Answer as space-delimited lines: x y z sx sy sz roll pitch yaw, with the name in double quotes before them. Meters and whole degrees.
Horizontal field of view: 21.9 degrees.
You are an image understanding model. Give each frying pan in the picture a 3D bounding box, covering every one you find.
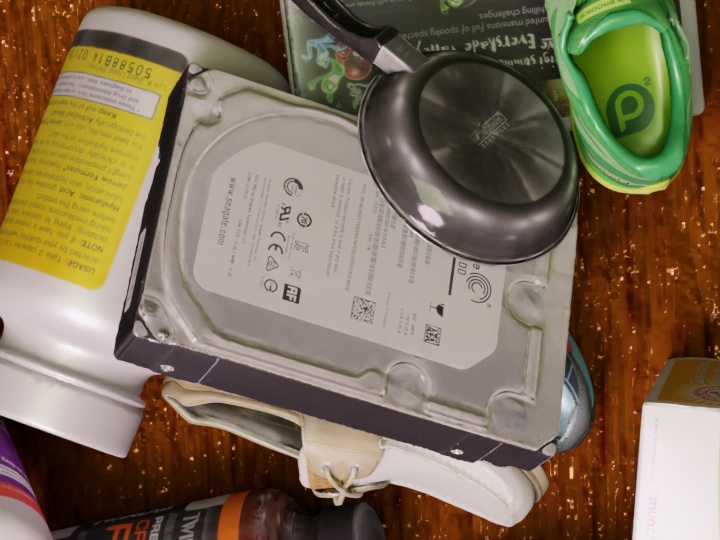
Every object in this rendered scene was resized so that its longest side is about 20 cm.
"frying pan" 0.038 -0.088 0.859 0.031 0.115 0.190 -47 63 52

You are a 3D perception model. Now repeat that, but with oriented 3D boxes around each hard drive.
"hard drive" 0.000 0.000 0.833 0.200 0.038 0.140 19 61 -17

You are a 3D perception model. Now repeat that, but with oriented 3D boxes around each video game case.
"video game case" 0.059 -0.153 0.892 0.200 0.023 0.182 -7 97 -5

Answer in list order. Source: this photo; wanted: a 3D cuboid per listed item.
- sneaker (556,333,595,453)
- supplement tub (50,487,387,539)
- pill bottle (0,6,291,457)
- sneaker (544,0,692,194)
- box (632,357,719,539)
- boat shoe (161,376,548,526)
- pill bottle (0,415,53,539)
"sneaker" 0.030 0.024 0.912 0.200 0.096 0.079 42 104 2
"supplement tub" -0.085 0.171 0.951 0.200 0.107 0.107 -14 96 12
"pill bottle" -0.116 -0.017 0.899 0.111 0.111 0.200 19 83 7
"sneaker" 0.113 -0.132 0.846 0.074 0.084 0.200 -21 98 -2
"box" 0.184 0.152 0.892 0.101 0.112 0.200 5 98 14
"boat shoe" -0.006 0.082 0.923 0.200 0.075 0.068 26 64 20
"pill bottle" -0.232 0.093 0.926 0.112 0.112 0.200 -44 49 14
